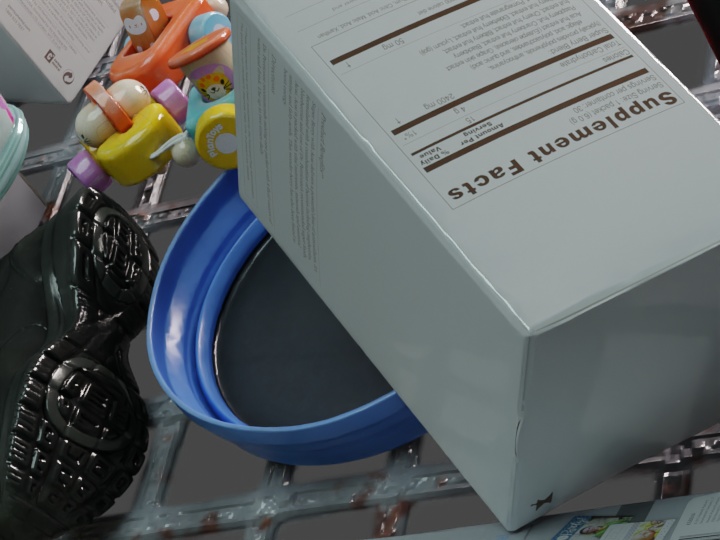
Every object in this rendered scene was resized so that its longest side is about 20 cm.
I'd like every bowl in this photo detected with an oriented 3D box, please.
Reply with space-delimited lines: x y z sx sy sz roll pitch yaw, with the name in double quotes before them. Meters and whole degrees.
"bowl" 0.000 0.000 0.958 0.200 0.039 0.201 -20 42 19

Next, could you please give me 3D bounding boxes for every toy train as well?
"toy train" -0.081 -0.108 1.073 0.200 0.056 0.150 -4 43 49

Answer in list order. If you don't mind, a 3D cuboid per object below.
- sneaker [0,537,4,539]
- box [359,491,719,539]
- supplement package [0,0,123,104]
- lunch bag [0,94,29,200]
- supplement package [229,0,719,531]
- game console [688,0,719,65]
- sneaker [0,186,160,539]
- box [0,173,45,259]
"sneaker" -0.205 0.151 0.933 0.074 0.080 0.200 -13 44 29
"box" 0.040 0.137 0.746 0.200 0.041 0.156 -11 19 27
"supplement package" -0.204 -0.219 1.229 0.151 0.152 0.200 7 56 41
"lunch bag" -0.260 -0.023 1.054 0.160 0.077 0.200 5 55 37
"supplement package" 0.051 -0.027 0.821 0.120 0.121 0.200 -25 55 -21
"game console" 0.241 -0.081 0.799 0.200 0.119 0.172 -27 41 13
"sneaker" -0.148 0.053 1.002 0.091 0.076 0.200 -27 33 26
"box" -0.260 0.040 1.096 0.156 0.041 0.200 -7 47 31
